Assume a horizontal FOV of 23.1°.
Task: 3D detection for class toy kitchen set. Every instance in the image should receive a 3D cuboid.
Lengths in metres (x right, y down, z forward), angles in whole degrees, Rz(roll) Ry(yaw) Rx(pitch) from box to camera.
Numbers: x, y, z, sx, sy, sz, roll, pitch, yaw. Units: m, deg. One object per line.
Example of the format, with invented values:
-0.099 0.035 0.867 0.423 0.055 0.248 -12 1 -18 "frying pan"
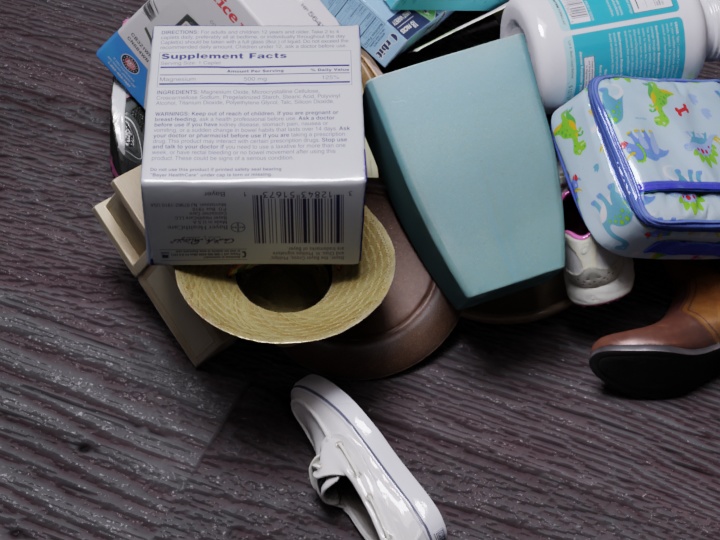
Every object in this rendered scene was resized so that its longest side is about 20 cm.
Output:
-0.127 -0.030 1.657 0.200 0.163 0.181 -32 86 -29 "toy kitchen set"

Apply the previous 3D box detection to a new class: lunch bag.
0.273 -0.088 1.545 0.200 0.082 0.161 1 63 -36 "lunch bag"

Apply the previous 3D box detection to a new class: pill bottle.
0.235 -0.209 1.592 0.200 0.111 0.111 -11 49 -13 "pill bottle"

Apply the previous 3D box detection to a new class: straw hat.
-0.065 0.014 1.519 0.201 0.085 0.201 2 47 -2 "straw hat"

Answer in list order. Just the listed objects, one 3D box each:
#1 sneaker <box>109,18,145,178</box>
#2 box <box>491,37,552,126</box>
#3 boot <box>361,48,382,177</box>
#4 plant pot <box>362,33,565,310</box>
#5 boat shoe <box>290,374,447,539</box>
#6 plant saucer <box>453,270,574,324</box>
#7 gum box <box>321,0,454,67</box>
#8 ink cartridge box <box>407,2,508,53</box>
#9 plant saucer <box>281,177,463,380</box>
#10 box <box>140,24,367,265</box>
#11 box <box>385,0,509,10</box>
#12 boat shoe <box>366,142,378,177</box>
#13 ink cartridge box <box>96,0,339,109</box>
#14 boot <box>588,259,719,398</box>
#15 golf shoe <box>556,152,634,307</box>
-0.208 -0.179 1.791 0.086 0.080 0.200 5 56 -4 "sneaker"
0.181 -0.190 1.708 0.200 0.141 0.079 -26 79 -15 "box"
-0.004 -0.166 1.767 0.075 0.074 0.200 -35 57 -10 "boot"
0.097 -0.076 1.531 0.141 0.141 0.200 -17 83 -6 "plant pot"
-0.010 0.171 1.484 0.066 0.072 0.200 -28 61 -23 "boat shoe"
0.137 -0.025 1.656 0.200 0.029 0.200 -3 51 3 "plant saucer"
-0.001 -0.315 1.809 0.200 0.045 0.170 44 36 2 "gum box"
0.149 -0.249 1.779 0.200 0.146 0.048 -29 96 1 "ink cartridge box"
0.000 0.000 1.607 0.200 0.034 0.201 -3 67 8 "plant saucer"
-0.089 -0.108 1.502 0.184 0.105 0.200 0 48 -2 "box"
0.088 -0.312 1.809 0.200 0.049 0.082 -10 60 -48 "box"
-0.035 -0.153 1.714 0.073 0.065 0.200 -31 65 28 "boat shoe"
-0.138 -0.220 1.693 0.146 0.200 0.084 48 47 -8 "ink cartridge box"
0.283 0.013 1.585 0.188 0.069 0.200 -8 49 0 "boot"
0.203 -0.061 1.592 0.075 0.092 0.200 -17 41 9 "golf shoe"
